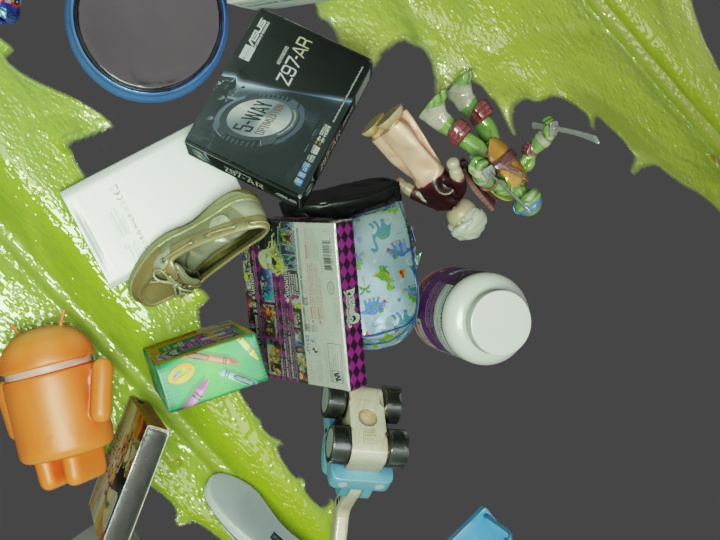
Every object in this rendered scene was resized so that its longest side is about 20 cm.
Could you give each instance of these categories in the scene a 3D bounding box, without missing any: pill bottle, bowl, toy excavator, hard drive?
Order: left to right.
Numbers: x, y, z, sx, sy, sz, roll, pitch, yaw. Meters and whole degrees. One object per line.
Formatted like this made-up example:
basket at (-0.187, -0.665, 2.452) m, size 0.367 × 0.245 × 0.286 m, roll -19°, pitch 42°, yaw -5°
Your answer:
bowl at (-0.257, -0.306, 1.431) m, size 0.199 × 0.039 × 0.203 m, roll -1°, pitch 93°, yaw -15°
hard drive at (-0.249, -0.084, 1.451) m, size 0.199 × 0.027 × 0.133 m, roll -29°, pitch 100°, yaw -11°
toy excavator at (-0.011, 0.265, 1.501) m, size 0.099 × 0.201 × 0.196 m, roll 5°, pitch 50°, yaw -14°
pill bottle at (0.140, 0.056, 1.470) m, size 0.111 × 0.200 × 0.114 m, roll -1°, pitch 93°, yaw -15°

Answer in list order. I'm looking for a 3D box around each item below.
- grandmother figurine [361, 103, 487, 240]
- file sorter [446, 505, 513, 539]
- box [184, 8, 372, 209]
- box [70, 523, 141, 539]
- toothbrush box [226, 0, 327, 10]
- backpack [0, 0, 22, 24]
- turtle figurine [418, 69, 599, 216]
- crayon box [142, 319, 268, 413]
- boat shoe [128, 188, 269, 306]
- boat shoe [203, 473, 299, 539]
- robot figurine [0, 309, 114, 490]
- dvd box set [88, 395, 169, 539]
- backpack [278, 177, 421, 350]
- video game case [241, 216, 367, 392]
grandmother figurine at (0.092, -0.118, 1.496) m, size 0.061 × 0.121 × 0.200 m, roll -47°, pitch 108°, yaw -21°
file sorter at (0.191, 0.440, 1.545) m, size 0.139 × 0.123 × 0.200 m, roll -42°, pitch 101°, yaw -10°
box at (-0.097, -0.198, 1.433) m, size 0.159 × 0.044 × 0.201 m, roll 26°, pitch 76°, yaw 6°
box at (-0.322, 0.405, 1.367) m, size 0.199 × 0.199 × 0.131 m, roll -33°, pitch 101°, yaw -11°
toothbrush box at (-0.087, -0.423, 1.409) m, size 0.145 × 0.085 × 0.202 m, roll -2°, pitch 93°, yaw 29°
backpack at (-0.445, -0.332, 1.314) m, size 0.134 × 0.183 × 0.201 m, roll 24°, pitch 101°, yaw -31°
turtle figurine at (0.182, -0.169, 1.483) m, size 0.144 × 0.200 × 0.194 m, roll -43°, pitch 86°, yaw -5°
crayon box at (-0.186, 0.109, 1.388) m, size 0.118 × 0.200 × 0.059 m, roll -18°, pitch 96°, yaw -13°
boat shoe at (-0.195, -0.015, 1.418) m, size 0.200 × 0.063 × 0.073 m, roll -35°, pitch 139°, yaw 9°
boat shoe at (-0.130, 0.344, 1.481) m, size 0.200 × 0.073 × 0.065 m, roll 46°, pitch 124°, yaw 6°
robot figurine at (-0.355, 0.151, 1.385) m, size 0.116 × 0.144 × 0.202 m, roll -14°, pitch 90°, yaw -27°
dvd box set at (-0.272, 0.232, 1.371) m, size 0.029 × 0.200 × 0.148 m, roll 22°, pitch 88°, yaw -17°
backpack at (0.000, 0.000, 1.473) m, size 0.162 × 0.154 × 0.202 m, roll -12°, pitch 108°, yaw -20°
video game case at (-0.072, 0.036, 1.422) m, size 0.036 × 0.180 × 0.202 m, roll -13°, pitch 102°, yaw -43°
